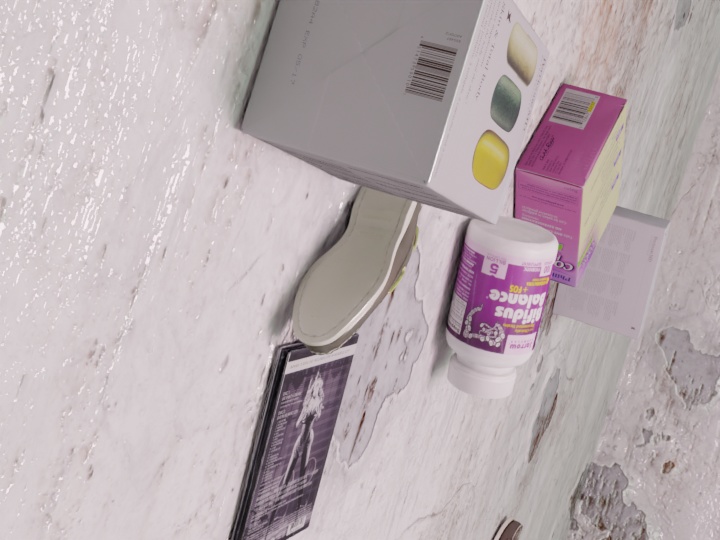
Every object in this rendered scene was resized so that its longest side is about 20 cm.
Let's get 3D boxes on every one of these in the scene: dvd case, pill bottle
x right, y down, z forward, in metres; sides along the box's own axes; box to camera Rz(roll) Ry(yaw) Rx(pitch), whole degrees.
[{"bbox_3d":[-0.061,0.158,1.100,0.148,0.016,0.202,-8,115,-66],"label":"dvd case"},{"bbox_3d":[0.163,0.045,1.440,0.112,0.111,0.202,-28,132,-61],"label":"pill bottle"}]

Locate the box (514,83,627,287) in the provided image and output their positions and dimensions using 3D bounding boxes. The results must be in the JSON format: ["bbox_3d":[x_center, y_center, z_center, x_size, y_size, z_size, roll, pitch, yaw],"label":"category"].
[{"bbox_3d":[0.285,-0.115,1.641,0.177,0.096,0.201,-58,155,-33],"label":"box"}]

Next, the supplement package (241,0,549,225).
[{"bbox_3d":[0.035,-0.138,0.907,0.200,0.149,0.154,16,91,-69],"label":"supplement package"}]

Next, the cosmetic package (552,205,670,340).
[{"bbox_3d":[0.409,-0.004,1.973,0.052,0.149,0.202,-36,140,-56],"label":"cosmetic package"}]

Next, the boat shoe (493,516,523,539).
[{"bbox_3d":[0.249,0.517,2.120,0.200,0.059,0.073,-48,148,-48],"label":"boat shoe"}]

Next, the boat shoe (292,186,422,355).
[{"bbox_3d":[0.003,0.001,1.053,0.061,0.071,0.203,77,33,-46],"label":"boat shoe"}]
